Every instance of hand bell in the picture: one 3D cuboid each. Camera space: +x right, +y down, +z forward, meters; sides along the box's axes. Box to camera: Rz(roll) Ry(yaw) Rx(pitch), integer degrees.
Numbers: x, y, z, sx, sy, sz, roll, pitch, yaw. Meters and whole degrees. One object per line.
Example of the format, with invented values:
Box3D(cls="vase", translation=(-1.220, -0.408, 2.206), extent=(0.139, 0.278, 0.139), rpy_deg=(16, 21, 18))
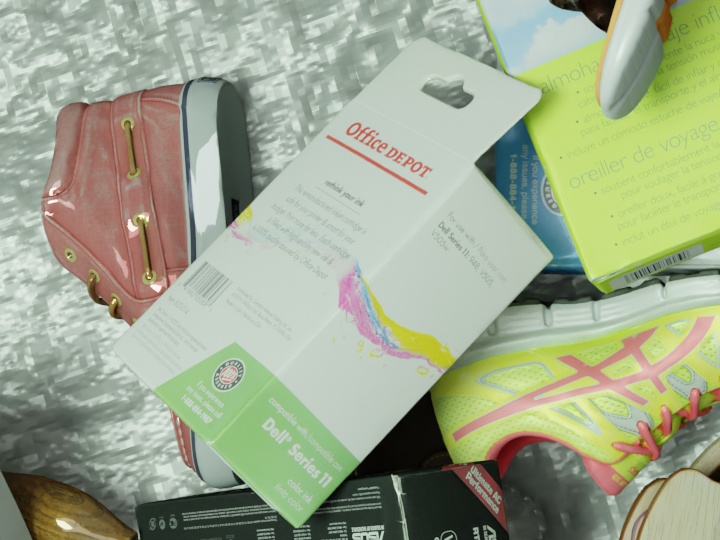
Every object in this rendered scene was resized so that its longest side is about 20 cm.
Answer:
Box3D(cls="hand bell", translation=(-0.199, 0.096, 0.992), extent=(0.200, 0.104, 0.104), rpy_deg=(19, 91, 15))

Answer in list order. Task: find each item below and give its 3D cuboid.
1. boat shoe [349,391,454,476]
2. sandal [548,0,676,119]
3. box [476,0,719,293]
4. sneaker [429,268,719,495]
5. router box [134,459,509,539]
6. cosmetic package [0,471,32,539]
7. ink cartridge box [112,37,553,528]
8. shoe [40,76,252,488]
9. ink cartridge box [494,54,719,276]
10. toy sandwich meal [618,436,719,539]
Box3D(cls="boat shoe", translation=(0.033, 0.121, 0.964), extent=(0.070, 0.070, 0.200), rpy_deg=(-16, 83, 11))
Box3D(cls="sandal", translation=(0.106, -0.159, 0.831), extent=(0.059, 0.079, 0.207), rpy_deg=(11, 76, 12))
Box3D(cls="box", translation=(0.119, -0.105, 0.880), extent=(0.122, 0.048, 0.200), rpy_deg=(-22, 79, 8))
Box3D(cls="sneaker", translation=(0.126, 0.054, 0.926), extent=(0.200, 0.078, 0.090), rpy_deg=(-11, 74, 18))
Box3D(cls="router box", translation=(-0.013, 0.168, 0.921), extent=(0.200, 0.062, 0.150), rpy_deg=(-13, 83, 49))
Box3D(cls="cosmetic package", translation=(-0.196, 0.143, 0.957), extent=(0.082, 0.051, 0.200), rpy_deg=(-1, 131, 18))
Box3D(cls="ink cartridge box", translation=(0.000, 0.000, 0.891), extent=(0.200, 0.117, 0.067), rpy_deg=(-46, 123, -6))
Box3D(cls="shoe", translation=(-0.100, 0.008, 0.999), extent=(0.091, 0.071, 0.200), rpy_deg=(-6, 80, 13))
Box3D(cls="ink cartridge box", translation=(0.165, -0.070, 0.935), extent=(0.200, 0.084, 0.145), rpy_deg=(1, 86, 13))
Box3D(cls="toy sandwich meal", translation=(0.212, 0.146, 0.922), extent=(0.205, 0.070, 0.206), rpy_deg=(-1, 87, 12))
